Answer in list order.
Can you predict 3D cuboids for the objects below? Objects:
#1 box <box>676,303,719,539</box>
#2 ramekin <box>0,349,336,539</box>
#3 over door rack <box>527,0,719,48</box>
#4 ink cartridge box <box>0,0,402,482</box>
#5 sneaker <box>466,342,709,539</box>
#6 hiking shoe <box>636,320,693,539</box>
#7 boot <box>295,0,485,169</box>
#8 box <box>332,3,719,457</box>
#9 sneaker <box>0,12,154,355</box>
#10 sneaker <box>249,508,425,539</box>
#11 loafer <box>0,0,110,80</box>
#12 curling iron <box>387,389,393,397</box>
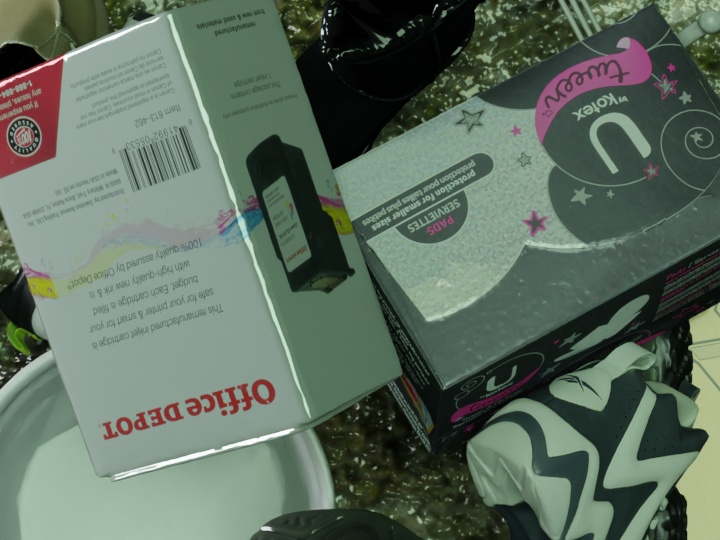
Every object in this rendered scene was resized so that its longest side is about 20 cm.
[{"bbox_3d":[0.234,0.046,1.282,0.163,0.021,0.200,-9,84,-1],"label":"box"},{"bbox_3d":[-0.114,0.133,1.219,0.200,0.105,0.201,0,83,-3],"label":"ramekin"},{"bbox_3d":[0.210,-0.142,1.271,0.200,0.067,0.148,-26,84,-10],"label":"over door rack"},{"bbox_3d":[-0.086,-0.015,1.097,0.146,0.083,0.200,-17,94,37],"label":"ink cartridge box"},{"bbox_3d":[0.132,0.118,1.169,0.130,0.079,0.199,-38,128,-21],"label":"sneaker"},{"bbox_3d":[0.125,0.083,1.240,0.100,0.076,0.200,2,89,18],"label":"hiking shoe"},{"bbox_3d":[-0.004,-0.109,1.221,0.198,0.162,0.073,-43,85,-6],"label":"boot"},{"bbox_3d":[0.091,-0.021,1.151,0.200,0.115,0.132,-27,71,-12],"label":"box"},{"bbox_3d":[-0.154,-0.052,1.254,0.083,0.072,0.200,5,70,22],"label":"sneaker"},{"bbox_3d":[0.035,0.185,1.133,0.199,0.114,0.076,12,45,19],"label":"sneaker"},{"bbox_3d":[-0.175,-0.108,1.220,0.076,0.067,0.200,-41,47,21],"label":"loafer"},{"bbox_3d":[0.068,-0.016,1.284,0.050,0.026,0.200,25,88,22],"label":"curling iron"}]
